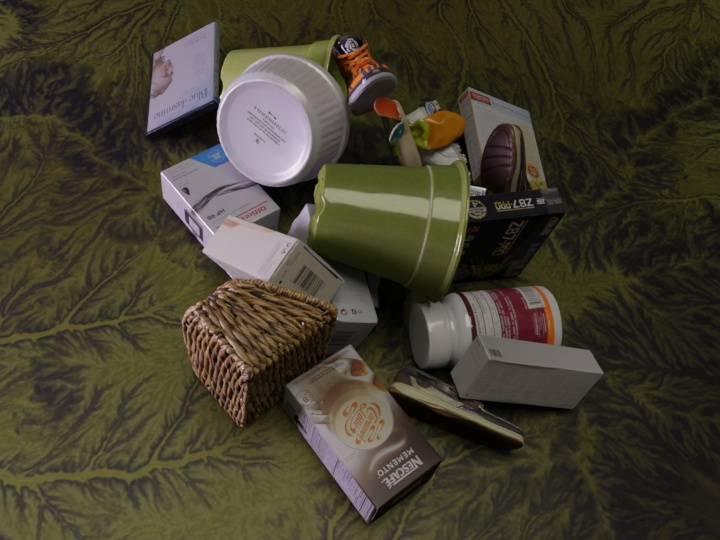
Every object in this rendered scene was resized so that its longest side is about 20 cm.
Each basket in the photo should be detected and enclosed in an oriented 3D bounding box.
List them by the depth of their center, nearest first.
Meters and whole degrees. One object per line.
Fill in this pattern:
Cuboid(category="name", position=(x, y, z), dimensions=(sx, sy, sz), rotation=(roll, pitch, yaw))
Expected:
Cuboid(category="basket", position=(-0.137, 0.085, 1.009), dimensions=(0.149, 0.200, 0.143), rotation=(-36, 72, -26))

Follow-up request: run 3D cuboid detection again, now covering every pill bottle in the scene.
Cuboid(category="pill bottle", position=(0.179, 0.086, 1.118), dimensions=(0.199, 0.114, 0.115), rotation=(-5, 58, -13))

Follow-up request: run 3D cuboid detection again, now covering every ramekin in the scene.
Cuboid(category="ramekin", position=(-0.125, -0.219, 1.161), dimensions=(0.202, 0.203, 0.094), rotation=(28, 32, 9))

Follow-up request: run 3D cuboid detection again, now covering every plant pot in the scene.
Cuboid(category="plant pot", position=(0.028, -0.068, 1.054), dimensions=(0.189, 0.200, 0.201), rotation=(9, 56, -8))
Cuboid(category="plant pot", position=(-0.129, -0.293, 1.279), dimensions=(0.183, 0.201, 0.201), rotation=(6, 56, 7))

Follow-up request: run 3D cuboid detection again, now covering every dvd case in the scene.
Cuboid(category="dvd case", position=(-0.302, -0.325, 1.308), dimensions=(0.142, 0.018, 0.201), rotation=(-20, 55, 20))

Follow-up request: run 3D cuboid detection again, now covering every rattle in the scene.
Cuboid(category="rattle", position=(0.099, -0.228, 1.195), dimensions=(0.142, 0.200, 0.131), rotation=(-7, 69, 5))

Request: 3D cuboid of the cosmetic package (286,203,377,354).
Cuboid(category="cosmetic package", position=(-0.048, 0.012, 1.125), dimensions=(0.074, 0.102, 0.201), rotation=(4, 56, -30))

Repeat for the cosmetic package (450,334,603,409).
Cuboid(category="cosmetic package", position=(0.232, 0.143, 1.072), dimensions=(0.199, 0.083, 0.051), rotation=(10, 36, -26))

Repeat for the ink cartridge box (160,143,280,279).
Cuboid(category="ink cartridge box", position=(-0.205, -0.092, 1.192), dimensions=(0.116, 0.067, 0.200), rotation=(-32, 68, -28))

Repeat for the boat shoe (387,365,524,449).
Cuboid(category="boat shoe", position=(0.137, 0.187, 1.069), dimensions=(0.199, 0.073, 0.065), rotation=(23, 61, 5))

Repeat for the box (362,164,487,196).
Cuboid(category="box", position=(0.091, -0.114, 1.218), dimensions=(0.199, 0.117, 0.060), rotation=(11, 90, 0))

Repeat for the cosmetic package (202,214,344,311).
Cuboid(category="cosmetic package", position=(-0.124, -0.007, 1.063), dimensions=(0.200, 0.105, 0.071), rotation=(22, 73, 51))

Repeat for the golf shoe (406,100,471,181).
Cuboid(category="golf shoe", position=(0.127, -0.196, 1.332), dimensions=(0.097, 0.078, 0.200), rotation=(-24, 60, 1))

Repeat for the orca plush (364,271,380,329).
Cuboid(category="orca plush", position=(0.000, 0.000, 1.189), dimensions=(0.105, 0.071, 0.201), rotation=(27, 49, -50))

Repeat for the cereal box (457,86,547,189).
Cuboid(category="cereal box", position=(0.249, -0.219, 1.349), dimensions=(0.143, 0.040, 0.201), rotation=(15, 52, -26))

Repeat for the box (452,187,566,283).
Cuboid(category="box", position=(0.193, -0.046, 1.154), dimensions=(0.161, 0.200, 0.049), rotation=(-8, 64, -16))

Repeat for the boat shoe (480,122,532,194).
Cuboid(category="boat shoe", position=(0.239, -0.140, 1.242), dimensions=(0.075, 0.203, 0.075), rotation=(-14, 32, -33))

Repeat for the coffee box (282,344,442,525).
Cuboid(category="coffee box", position=(-0.001, 0.215, 1.021), dimensions=(0.114, 0.080, 0.200), rotation=(-31, 67, -26))

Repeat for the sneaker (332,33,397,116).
Cuboid(category="sneaker", position=(-0.004, -0.302, 1.151), dimensions=(0.077, 0.200, 0.112), rotation=(-22, 93, -6))
